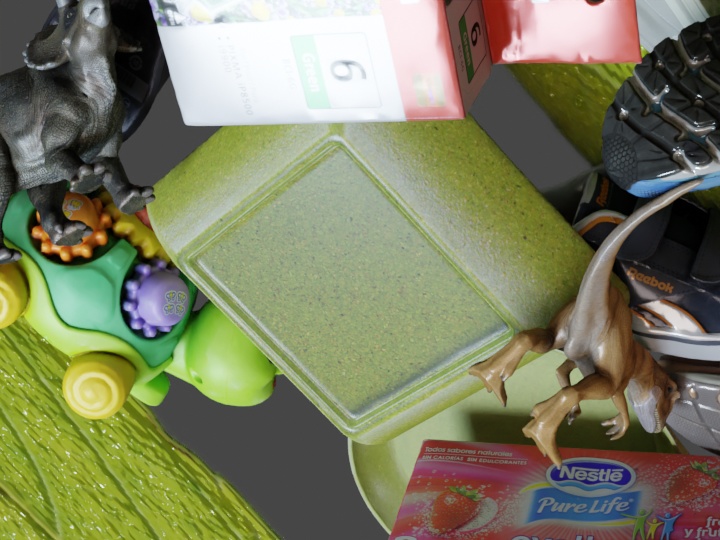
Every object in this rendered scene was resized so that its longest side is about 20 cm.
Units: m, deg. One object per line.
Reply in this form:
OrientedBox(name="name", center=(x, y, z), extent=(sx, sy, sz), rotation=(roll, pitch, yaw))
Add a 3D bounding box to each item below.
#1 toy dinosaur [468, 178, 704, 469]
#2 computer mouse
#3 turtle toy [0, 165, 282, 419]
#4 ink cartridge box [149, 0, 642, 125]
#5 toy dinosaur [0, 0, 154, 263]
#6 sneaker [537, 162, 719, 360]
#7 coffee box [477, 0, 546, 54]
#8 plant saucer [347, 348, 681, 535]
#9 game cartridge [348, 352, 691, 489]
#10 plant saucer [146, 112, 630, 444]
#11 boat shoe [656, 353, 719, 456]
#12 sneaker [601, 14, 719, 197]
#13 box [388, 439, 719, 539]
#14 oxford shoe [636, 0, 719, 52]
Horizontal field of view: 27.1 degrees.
OrientedBox(name="toy dinosaur", center=(0.106, 0.027, 0.694), extent=(0.060, 0.106, 0.200), rotation=(44, 170, 29))
OrientedBox(name="computer mouse", center=(-0.087, -0.142, 0.787), extent=(0.140, 0.046, 0.201), rotation=(29, 117, 5))
OrientedBox(name="turtle toy", center=(-0.131, 0.012, 0.863), extent=(0.200, 0.146, 0.101), rotation=(42, 107, -12))
OrientedBox(name="ink cartridge box", center=(0.009, -0.119, 0.615), extent=(0.199, 0.050, 0.110), rotation=(2, 125, 24))
OrientedBox(name="toy dinosaur", center=(-0.169, -0.066, 0.769), extent=(0.200, 0.077, 0.103), rotation=(-35, 68, 28))
OrientedBox(name="sneaker", center=(0.150, -0.007, 0.767), extent=(0.198, 0.079, 0.080), rotation=(5, 119, 13))
OrientedBox(name="coffee box", center=(0.012, -0.199, 0.663), extent=(0.079, 0.113, 0.200), rotation=(-23, 113, 32))
OrientedBox(name="plant saucer", center=(0.092, 0.110, 0.865), extent=(0.198, 0.031, 0.201), rotation=(10, 127, 14))
OrientedBox(name="game cartridge", center=(0.099, 0.115, 0.901), extent=(0.176, 0.032, 0.200), rotation=(-29, 108, 34))
OrientedBox(name="plant saucer", center=(0.000, 0.000, 0.764), extent=(0.200, 0.048, 0.200), rotation=(46, 131, -12))
OrientedBox(name="boat shoe", center=(0.253, 0.064, 0.782), extent=(0.198, 0.072, 0.076), rotation=(8, 143, 10))
OrientedBox(name="sneaker", center=(0.198, -0.066, 0.660), extent=(0.199, 0.079, 0.090), rotation=(-19, 142, -15))
OrientedBox(name="box", center=(0.124, 0.164, 0.808), extent=(0.198, 0.095, 0.103), rotation=(0, 128, 21))
OrientedBox(name="oxford shoe", center=(0.115, -0.173, 0.674), extent=(0.200, 0.075, 0.058), rotation=(54, 150, -18))
